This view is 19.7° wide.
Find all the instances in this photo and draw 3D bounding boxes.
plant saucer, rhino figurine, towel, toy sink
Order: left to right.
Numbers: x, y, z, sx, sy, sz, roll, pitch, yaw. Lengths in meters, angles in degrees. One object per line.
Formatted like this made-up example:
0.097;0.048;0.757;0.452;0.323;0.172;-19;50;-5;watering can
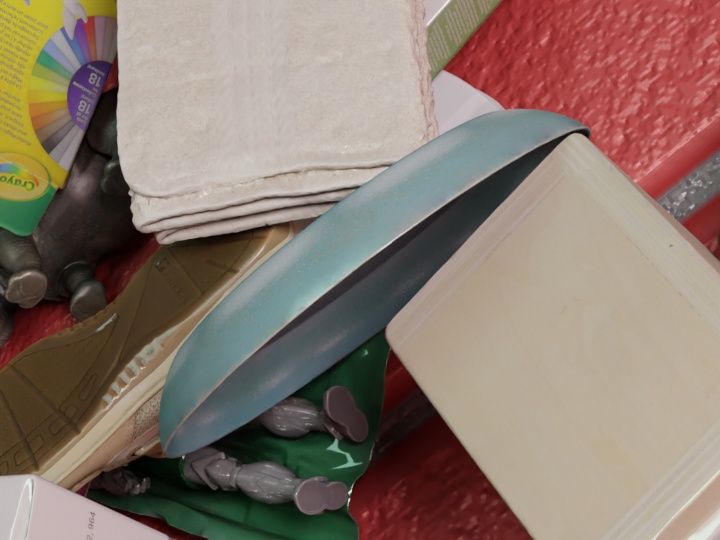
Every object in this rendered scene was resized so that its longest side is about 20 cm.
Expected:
-0.155;-0.010;1.027;0.200;0.060;0.088;-46;34;12;rhino figurine
-0.036;-0.107;0.863;0.131;0.035;0.201;-8;61;10;towel
0.000;0.000;0.776;0.200;0.200;0.027;-40;83;15;plant saucer
0.118;0.072;0.715;0.112;0.130;0.200;-46;48;9;toy sink

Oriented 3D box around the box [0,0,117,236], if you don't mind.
-0.167;-0.128;0.976;0.048;0.117;0.201;4;70;53;box

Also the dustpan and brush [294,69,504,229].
-0.027;-0.063;0.966;0.140;0.057;0.200;-44;53;-1;dustpan and brush

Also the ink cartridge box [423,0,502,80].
0.020;-0.178;0.929;0.145;0.048;0.200;38;81;24;ink cartridge box

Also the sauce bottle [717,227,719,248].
0.196;-0.090;0.784;0.066;0.066;0.201;11;76;42;sauce bottle

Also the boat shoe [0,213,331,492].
-0.095;0.052;0.867;0.200;0.065;0.072;-42;40;2;boat shoe

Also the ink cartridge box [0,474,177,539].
-0.119;0.151;0.812;0.145;0.200;0.085;-8;62;35;ink cartridge box

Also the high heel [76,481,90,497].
-0.191;0.107;0.930;0.200;0.095;0.068;-51;47;30;high heel

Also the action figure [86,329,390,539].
-0.081;0.073;0.929;0.199;0.055;0.119;3;68;42;action figure
